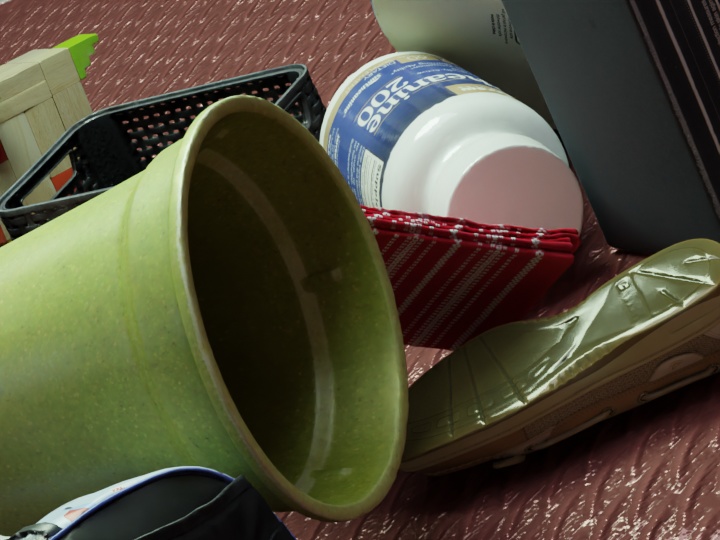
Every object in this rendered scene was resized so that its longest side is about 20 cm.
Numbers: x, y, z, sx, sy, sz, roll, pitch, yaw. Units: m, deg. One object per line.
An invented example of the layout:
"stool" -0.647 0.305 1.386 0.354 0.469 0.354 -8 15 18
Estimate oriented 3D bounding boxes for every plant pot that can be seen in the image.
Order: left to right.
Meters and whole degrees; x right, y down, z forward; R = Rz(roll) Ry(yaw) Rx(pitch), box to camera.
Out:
"plant pot" -0.104 0.042 1.383 0.183 0.201 0.201 -18 23 25

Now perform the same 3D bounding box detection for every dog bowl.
"dog bowl" 0.108 -0.172 1.744 0.199 0.200 0.079 -7 51 40

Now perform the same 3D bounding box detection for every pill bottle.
"pill bottle" 0.054 -0.055 1.691 0.111 0.111 0.200 -29 22 -8

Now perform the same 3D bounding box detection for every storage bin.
"storage bin" -0.116 -0.047 1.891 0.199 0.094 0.135 -9 27 34

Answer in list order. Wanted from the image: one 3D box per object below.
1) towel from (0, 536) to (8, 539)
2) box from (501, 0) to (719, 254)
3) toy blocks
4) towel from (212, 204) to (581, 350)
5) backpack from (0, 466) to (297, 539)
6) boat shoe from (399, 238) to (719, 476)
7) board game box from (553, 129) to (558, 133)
"towel" -0.192 0.156 1.481 0.199 0.024 0.148 13 72 40
"box" 0.198 -0.142 1.607 0.198 0.201 0.123 -37 25 -27
"toy blocks" -0.248 -0.060 2.028 0.199 0.137 0.100 -31 19 -31
"towel" 0.000 0.000 1.519 0.145 0.199 0.023 126 149 -61
"backpack" -0.099 0.183 1.255 0.190 0.201 0.154 -34 10 -28
"boat shoe" 0.107 0.057 1.474 0.200 0.063 0.073 -30 33 9
"board game box" 0.122 -0.128 1.894 0.199 0.028 0.135 -32 24 -14
